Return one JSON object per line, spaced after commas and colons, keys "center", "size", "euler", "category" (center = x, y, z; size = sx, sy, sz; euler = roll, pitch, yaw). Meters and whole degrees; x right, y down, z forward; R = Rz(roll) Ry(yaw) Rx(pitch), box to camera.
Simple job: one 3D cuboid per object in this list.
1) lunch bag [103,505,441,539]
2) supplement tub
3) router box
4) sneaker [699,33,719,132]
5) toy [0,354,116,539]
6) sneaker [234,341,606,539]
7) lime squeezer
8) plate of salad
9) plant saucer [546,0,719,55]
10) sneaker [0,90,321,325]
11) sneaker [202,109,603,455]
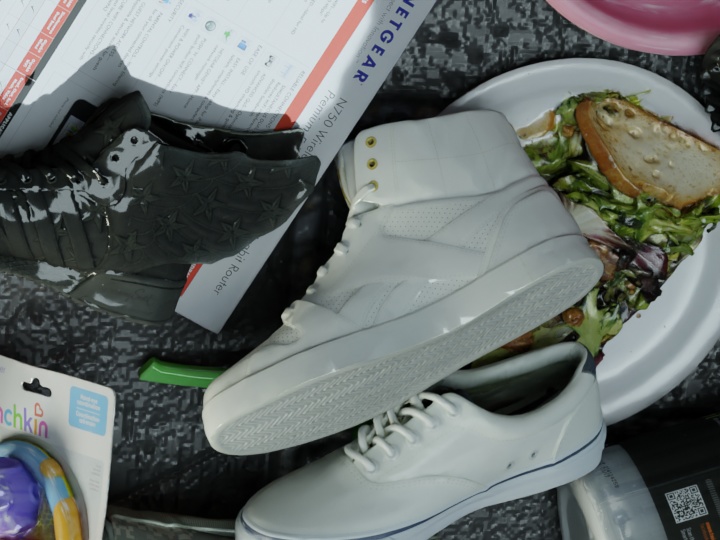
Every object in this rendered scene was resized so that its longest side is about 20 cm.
{"center": [-0.052, 0.202, 1.436], "size": [0.200, 0.139, 0.168], "euler": [6, 98, -17], "category": "lunch bag"}
{"center": [0.209, 0.127, 1.483], "size": [0.200, 0.123, 0.123], "euler": [-15, 113, -7], "category": "supplement tub"}
{"center": [-0.091, -0.098, 1.363], "size": [0.179, 0.049, 0.200], "euler": [30, 100, -22], "category": "router box"}
{"center": [0.234, -0.069, 1.438], "size": [0.091, 0.066, 0.200], "euler": [-47, 132, -6], "category": "sneaker"}
{"center": [-0.172, 0.145, 1.375], "size": [0.047, 0.115, 0.200], "euler": [-5, 103, -44], "category": "toy"}
{"center": [0.027, 0.084, 1.409], "size": [0.200, 0.073, 0.071], "euler": [-21, 126, -24], "category": "sneaker"}
{"center": [-0.011, 0.083, 1.457], "size": [0.200, 0.038, 0.071], "euler": [37, 95, -25], "category": "lime squeezer"}
{"center": [0.103, -0.006, 1.447], "size": [0.200, 0.048, 0.200], "euler": [-5, 112, -13], "category": "plate of salad"}
{"center": [0.153, -0.203, 1.385], "size": [0.200, 0.051, 0.201], "euler": [-5, 110, -13], "category": "plant saucer"}
{"center": [-0.125, -0.042, 1.318], "size": [0.200, 0.060, 0.104], "euler": [19, 107, -25], "category": "sneaker"}
{"center": [0.000, 0.000, 1.377], "size": [0.200, 0.116, 0.074], "euler": [-26, 157, -6], "category": "sneaker"}
